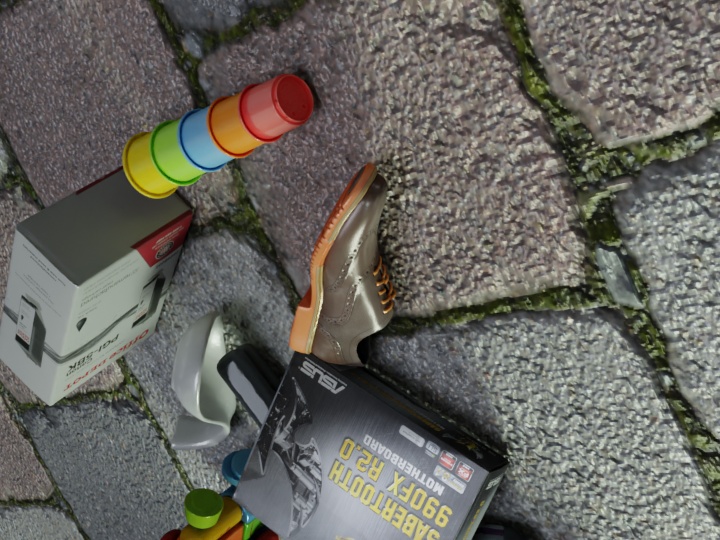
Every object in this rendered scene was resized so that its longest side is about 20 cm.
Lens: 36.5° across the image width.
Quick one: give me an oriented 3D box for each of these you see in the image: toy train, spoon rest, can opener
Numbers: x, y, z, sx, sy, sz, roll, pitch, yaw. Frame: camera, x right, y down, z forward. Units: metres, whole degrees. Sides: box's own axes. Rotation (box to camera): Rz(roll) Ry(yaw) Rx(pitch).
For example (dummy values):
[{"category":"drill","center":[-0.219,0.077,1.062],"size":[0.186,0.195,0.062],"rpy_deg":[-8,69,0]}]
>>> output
[{"category":"toy train","center":[-0.162,0.264,1.070],"size":[0.084,0.200,0.116],"rpy_deg":[32,130,25]},{"category":"spoon rest","center":[-0.149,0.115,1.052],"size":[0.060,0.100,0.200],"rpy_deg":[12,145,-3]},{"category":"can opener","center":[-0.051,0.146,1.005],"size":[0.066,0.053,0.200],"rpy_deg":[-44,84,15]}]

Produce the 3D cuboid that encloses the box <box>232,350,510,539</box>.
[{"category":"box","center":[0.003,0.176,0.913],"size":[0.200,0.048,0.159],"rpy_deg":[32,106,25]}]

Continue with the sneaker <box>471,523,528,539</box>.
[{"category":"sneaker","center":[0.073,0.280,0.937],"size":[0.075,0.087,0.200],"rpy_deg":[53,140,2]}]

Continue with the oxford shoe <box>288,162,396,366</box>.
[{"category":"oxford shoe","center":[0.000,0.000,0.846],"size":[0.073,0.071,0.200],"rpy_deg":[23,138,5]}]

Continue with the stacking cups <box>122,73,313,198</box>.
[{"category":"stacking cups","center":[-0.118,-0.113,0.878],"size":[0.200,0.060,0.061],"rpy_deg":[-19,103,47]}]

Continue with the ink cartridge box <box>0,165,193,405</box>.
[{"category":"ink cartridge box","center":[-0.251,0.014,1.023],"size":[0.083,0.147,0.200],"rpy_deg":[41,139,12]}]
